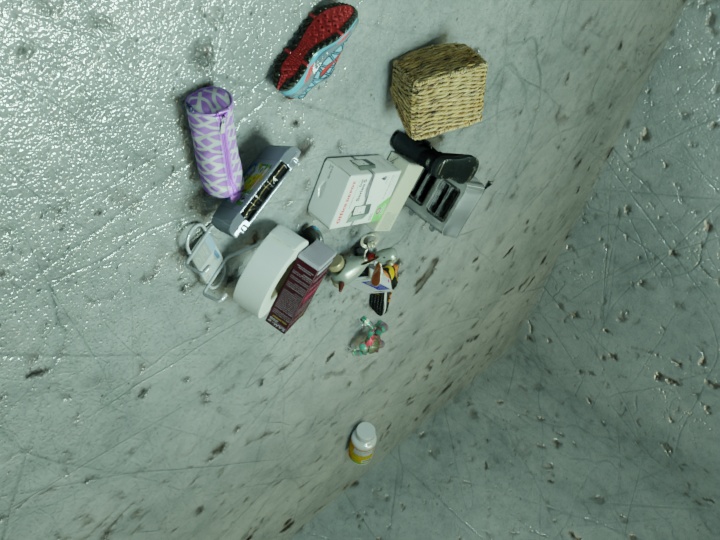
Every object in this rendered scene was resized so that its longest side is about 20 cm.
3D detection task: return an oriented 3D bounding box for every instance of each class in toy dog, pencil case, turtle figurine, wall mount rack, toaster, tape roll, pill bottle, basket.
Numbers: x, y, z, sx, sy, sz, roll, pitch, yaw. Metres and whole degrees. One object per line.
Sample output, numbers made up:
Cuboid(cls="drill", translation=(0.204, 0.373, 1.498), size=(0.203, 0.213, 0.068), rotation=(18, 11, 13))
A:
Cuboid(cls="toy dog", translation=(0.000, 0.000, 1.656), size=(0.199, 0.097, 0.132), rotation=(-30, 137, 21))
Cuboid(cls="pencil case", translation=(-0.245, -0.217, 1.078), size=(0.084, 0.085, 0.201), rotation=(-41, 154, -29))
Cuboid(cls="turtle figurine", translation=(0.025, 0.234, 2.086), size=(0.199, 0.100, 0.151), rotation=(-10, 133, -61))
Cuboid(cls="wall mount rack", translation=(-0.275, -0.038, 1.277), size=(0.175, 0.074, 0.201), rotation=(-60, 161, -25))
Cuboid(cls="toaster", translation=(0.230, -0.213, 1.732), size=(0.118, 0.181, 0.201), rotation=(-3, 128, -54))
Cuboid(cls="tape roll", translation=(-0.195, 0.001, 1.373), size=(0.204, 0.070, 0.202), rotation=(-57, 176, -6))
Cuboid(cls="pill bottle", translation=(0.011, 0.741, 2.689), size=(0.111, 0.111, 0.201), rotation=(-31, 148, -34))
Cuboid(cls="basket", translation=(0.169, -0.407, 1.408), size=(0.198, 0.143, 0.150), rotation=(-21, 138, -16))

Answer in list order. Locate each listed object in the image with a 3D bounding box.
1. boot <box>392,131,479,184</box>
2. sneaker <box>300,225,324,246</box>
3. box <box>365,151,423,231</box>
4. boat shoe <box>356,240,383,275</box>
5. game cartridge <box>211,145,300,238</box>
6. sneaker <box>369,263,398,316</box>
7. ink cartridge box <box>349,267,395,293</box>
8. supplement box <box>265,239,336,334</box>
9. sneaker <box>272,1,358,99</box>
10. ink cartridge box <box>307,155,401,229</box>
Cuboid(cls="boot", translation=(0.189, -0.293, 1.575), size=(0.199, 0.168, 0.077), rotation=(-7, 131, -48))
Cuboid(cls="sneaker", translation=(-0.152, -0.016, 1.499), size=(0.081, 0.073, 0.202), rotation=(-6, 129, -53))
Cuboid(cls="box", translation=(0.078, -0.204, 1.630), size=(0.082, 0.068, 0.201), rotation=(-5, 128, -56))
Cuboid(cls="boat shoe", translation=(0.022, -0.025, 1.781), size=(0.065, 0.071, 0.200), rotation=(-18, 163, 0))
Cuboid(cls="game cartridge", translation=(-0.201, -0.154, 1.179), size=(0.040, 0.133, 0.201), rotation=(40, 79, -26))
Cuboid(cls="sneaker", translation=(0.085, 0.062, 1.980), size=(0.090, 0.070, 0.202), rotation=(-31, 146, -28))
Cuboid(cls="ink cartridge box", translation=(0.023, 0.031, 1.811), size=(0.200, 0.094, 0.038), rotation=(31, 57, -60))
Cuboid(cls="supplement box", translation=(-0.137, 0.037, 1.436), size=(0.201, 0.061, 0.109), rotation=(-61, 174, 26))
Cuboid(cls="sneaker", translation=(-0.078, -0.399, 1.143), size=(0.200, 0.079, 0.095), rotation=(-45, 164, 6))
Cuboid(cls="ink cartridge box", translation=(-0.013, -0.189, 1.485), size=(0.199, 0.084, 0.147), rotation=(-16, 138, -49))
